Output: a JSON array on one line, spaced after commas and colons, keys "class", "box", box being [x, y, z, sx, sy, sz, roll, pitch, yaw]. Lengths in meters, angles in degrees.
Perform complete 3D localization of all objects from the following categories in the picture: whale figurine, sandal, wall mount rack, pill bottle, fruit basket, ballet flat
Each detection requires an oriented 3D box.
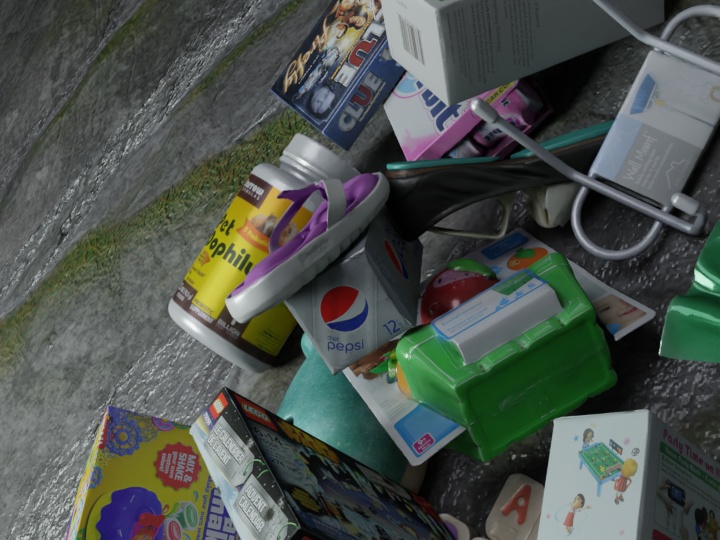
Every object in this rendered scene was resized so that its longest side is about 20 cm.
[{"class": "whale figurine", "box": [-0.023, 0.105, 0.855, 0.158, 0.103, 0.203, -32, 44, 29]}, {"class": "sandal", "box": [-0.034, -0.034, 0.743, 0.082, 0.050, 0.203, -28, 12, 27]}, {"class": "wall mount rack", "box": [0.181, -0.118, 0.766, 0.172, 0.075, 0.202, 27, 83, 18]}, {"class": "pill bottle", "box": [-0.079, -0.018, 1.011, 0.202, 0.109, 0.109, -58, 36, -2]}, {"class": "fruit basket", "box": [0.076, 0.036, 0.772, 0.183, 0.095, 0.200, -28, 31, -8]}, {"class": "ballet flat", "box": [0.113, -0.062, 0.832, 0.196, 0.070, 0.068, -11, 8, -2]}]

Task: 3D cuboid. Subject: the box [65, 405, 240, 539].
[{"class": "box", "box": [-0.167, 0.240, 0.842, 0.193, 0.120, 0.203, 125, 157, -56]}]

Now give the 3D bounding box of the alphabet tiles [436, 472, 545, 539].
[{"class": "alphabet tiles", "box": [0.090, 0.233, 0.704, 0.199, 0.015, 0.198, 20, 79, 54]}]

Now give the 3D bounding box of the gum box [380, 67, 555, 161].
[{"class": "gum box", "box": [0.080, -0.162, 0.973, 0.113, 0.066, 0.201, -42, 38, 20]}]

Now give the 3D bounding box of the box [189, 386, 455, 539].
[{"class": "box", "box": [-0.003, 0.160, 0.685, 0.040, 0.199, 0.137, -50, 37, 6]}]

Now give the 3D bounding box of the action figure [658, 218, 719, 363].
[{"class": "action figure", "box": [0.277, 0.025, 0.614, 0.198, 0.055, 0.120, 16, 74, 46]}]

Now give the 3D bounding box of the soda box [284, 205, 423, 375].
[{"class": "soda box", "box": [0.000, 0.000, 0.806, 0.068, 0.064, 0.200, -32, 11, 13]}]

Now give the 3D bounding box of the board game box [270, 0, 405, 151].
[{"class": "board game box", "box": [0.009, -0.218, 1.013, 0.201, 0.034, 0.135, -55, 34, 5]}]

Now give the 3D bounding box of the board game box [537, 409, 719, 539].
[{"class": "board game box", "box": [0.148, 0.193, 0.556, 0.064, 0.147, 0.203, -14, 52, 45]}]

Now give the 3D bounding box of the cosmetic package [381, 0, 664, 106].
[{"class": "cosmetic package", "box": [0.125, -0.213, 0.865, 0.197, 0.086, 0.108, -25, 39, -14]}]
